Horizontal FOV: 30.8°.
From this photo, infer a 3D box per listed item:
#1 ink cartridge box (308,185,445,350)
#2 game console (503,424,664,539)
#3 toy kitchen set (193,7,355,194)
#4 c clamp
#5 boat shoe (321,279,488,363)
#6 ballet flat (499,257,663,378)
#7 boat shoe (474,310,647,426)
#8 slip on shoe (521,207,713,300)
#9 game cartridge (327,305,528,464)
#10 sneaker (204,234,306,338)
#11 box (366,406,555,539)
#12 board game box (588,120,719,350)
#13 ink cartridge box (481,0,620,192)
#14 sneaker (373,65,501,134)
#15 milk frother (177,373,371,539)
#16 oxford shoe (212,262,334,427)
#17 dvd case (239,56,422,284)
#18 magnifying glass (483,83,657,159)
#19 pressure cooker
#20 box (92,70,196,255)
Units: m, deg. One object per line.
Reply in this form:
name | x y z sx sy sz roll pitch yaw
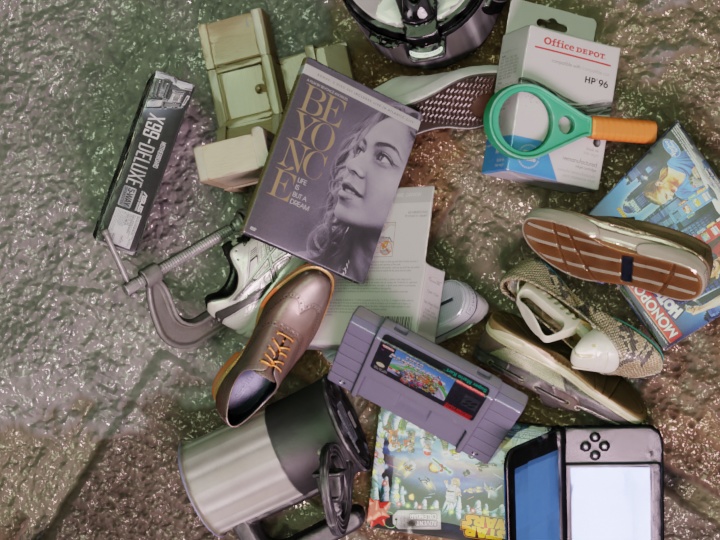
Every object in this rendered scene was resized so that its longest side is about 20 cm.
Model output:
ink cartridge box | 0.000 0.000 1.447 0.200 0.045 0.177 0 76 36
game console | 0.235 0.270 1.359 0.170 0.118 0.201 -2 97 6
toy kitchen set | -0.098 -0.205 1.453 0.163 0.180 0.201 -13 87 9
c clamp | -0.175 -0.003 1.454 0.200 0.027 0.171 -27 117 -30
boat shoe | 0.051 0.069 1.457 0.200 0.067 0.074 -18 64 31
ballet flat | 0.227 0.063 1.403 0.075 0.068 0.200 -29 57 -36
boat shoe | 0.217 0.118 1.428 0.200 0.073 0.065 33 116 5
slip on shoe | 0.270 -0.029 1.370 0.200 0.076 0.061 16 49 20
game cartridge | 0.067 0.122 1.374 0.200 0.130 0.038 28 59 5
sneaker | -0.104 -0.025 1.435 0.087 0.076 0.200 25 91 -16
box | 0.113 0.229 1.448 0.199 0.040 0.137 5 87 11
board game box | 0.315 -0.023 1.419 0.200 0.062 0.200 -33 80 8
ink cartridge box | 0.211 -0.194 1.428 0.116 0.068 0.201 10 87 -19
sneaker | 0.083 -0.201 1.477 0.199 0.085 0.073 -13 126 -8
milk frother | -0.093 0.224 1.404 0.188 0.200 0.181 -26 74 8
oxford shoe | -0.087 0.084 1.399 0.071 0.073 0.200 28 105 -19
dvd case | -0.028 -0.105 1.383 0.148 0.016 0.200 24 79 -23
magnifying glass | 0.224 -0.154 1.386 0.199 0.022 0.080 2 90 -21
pressure cooker | 0.063 -0.318 1.422 0.176 0.200 0.179 39 93 12
box | -0.249 -0.121 1.487 0.050 0.158 0.201 19 89 -13
